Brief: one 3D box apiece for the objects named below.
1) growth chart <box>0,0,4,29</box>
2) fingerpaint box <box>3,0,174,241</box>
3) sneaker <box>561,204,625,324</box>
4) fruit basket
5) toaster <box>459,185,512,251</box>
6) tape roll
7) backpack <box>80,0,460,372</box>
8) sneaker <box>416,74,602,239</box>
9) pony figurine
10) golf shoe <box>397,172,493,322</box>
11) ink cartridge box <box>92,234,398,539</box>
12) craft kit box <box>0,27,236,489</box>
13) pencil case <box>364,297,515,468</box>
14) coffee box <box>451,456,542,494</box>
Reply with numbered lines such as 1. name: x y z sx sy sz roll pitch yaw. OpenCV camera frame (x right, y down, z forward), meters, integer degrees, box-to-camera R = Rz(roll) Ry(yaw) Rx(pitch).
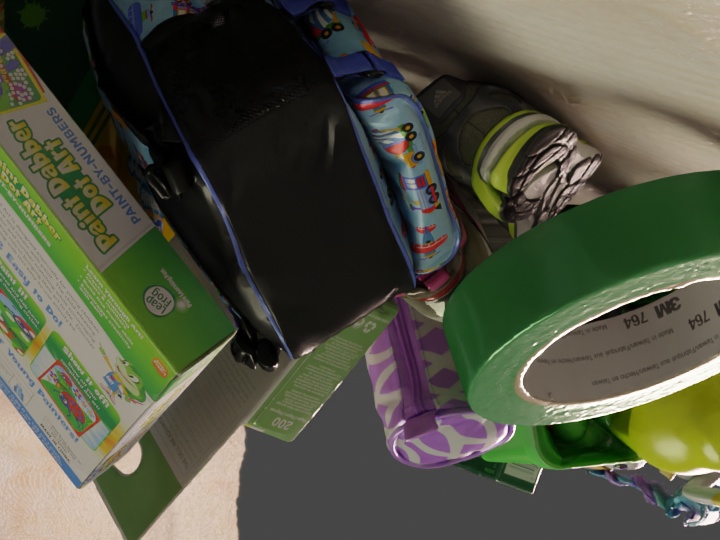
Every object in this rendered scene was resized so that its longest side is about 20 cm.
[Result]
1. growth chart: -0.198 -0.103 1.140 0.018 0.201 0.145 -2 -166 7
2. fingerpaint box: -0.152 -0.091 1.140 0.073 0.168 0.200 -1 172 7
3. sneaker: 0.131 0.014 1.174 0.071 0.083 0.200 12 -160 29
4. fruit basket: 0.192 0.068 1.253 0.214 0.156 0.216 -9 167 -2
5. toaster: 0.033 -0.013 1.352 0.129 0.114 0.200 0 -164 -43
6. tape roll: 0.144 0.019 1.003 0.199 0.048 0.201 -15 157 -7
7. backpack: -0.056 -0.080 0.969 0.200 0.134 0.183 56 172 41
8. sneaker: 0.081 -0.068 1.055 0.081 0.074 0.200 41 180 14
9. pony figurine: 0.276 0.127 1.428 0.193 0.167 0.199 -12 -169 -42
10. golf shoe: 0.016 -0.044 1.076 0.092 0.073 0.200 37 -160 -51
11. ink cartridge box: -0.084 0.047 1.086 0.048 0.200 0.146 24 -159 -44
12. craft kit box: -0.167 -0.002 0.975 0.200 0.048 0.198 52 151 4
13. pencil case: 0.033 0.017 1.121 0.084 0.201 0.086 -23 152 12
14. coffee box: 0.114 0.055 1.410 0.044 0.201 0.123 22 175 -34
